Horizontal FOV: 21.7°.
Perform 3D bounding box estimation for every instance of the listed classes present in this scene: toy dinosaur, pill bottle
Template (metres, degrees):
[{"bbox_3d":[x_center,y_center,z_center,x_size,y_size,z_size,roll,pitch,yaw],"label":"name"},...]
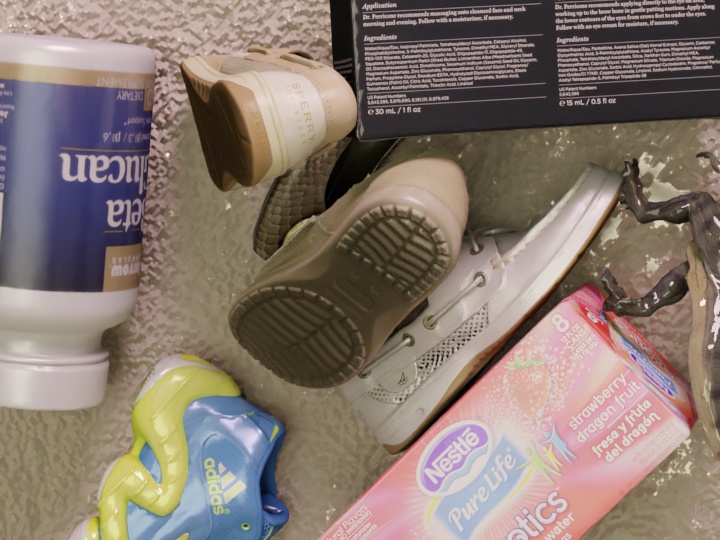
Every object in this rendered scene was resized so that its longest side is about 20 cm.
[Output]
[{"bbox_3d":[0.169,-0.008,0.947,0.088,0.048,0.201,12,69,20],"label":"toy dinosaur"},{"bbox_3d":[-0.175,-0.028,1.042,0.110,0.111,0.201,7,98,13],"label":"pill bottle"}]

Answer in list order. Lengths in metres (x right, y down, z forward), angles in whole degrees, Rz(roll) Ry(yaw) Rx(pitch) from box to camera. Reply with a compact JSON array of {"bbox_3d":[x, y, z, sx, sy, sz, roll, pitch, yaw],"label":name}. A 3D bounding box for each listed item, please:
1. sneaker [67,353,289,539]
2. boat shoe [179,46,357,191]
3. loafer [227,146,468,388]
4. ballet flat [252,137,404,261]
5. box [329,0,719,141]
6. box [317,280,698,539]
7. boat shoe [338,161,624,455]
[{"bbox_3d":[-0.104,0.154,1.061,0.105,0.076,0.201,24,100,10],"label":"sneaker"},{"bbox_3d":[-0.049,-0.083,0.976,0.065,0.200,0.073,-18,100,-11],"label":"boat shoe"},{"bbox_3d":[0.000,0.000,0.982,0.076,0.068,0.200,44,141,-9],"label":"loafer"},{"bbox_3d":[0.013,-0.079,1.015,0.046,0.067,0.200,41,97,16],"label":"ballet flat"},{"bbox_3d":[0.086,-0.142,0.948,0.199,0.079,0.142,-4,97,-8],"label":"box"},{"bbox_3d":[0.077,0.111,0.996,0.095,0.103,0.200,46,105,6],"label":"box"},{"bbox_3d":[0.060,0.009,1.007,0.069,0.071,0.200,44,105,6],"label":"boat shoe"}]
